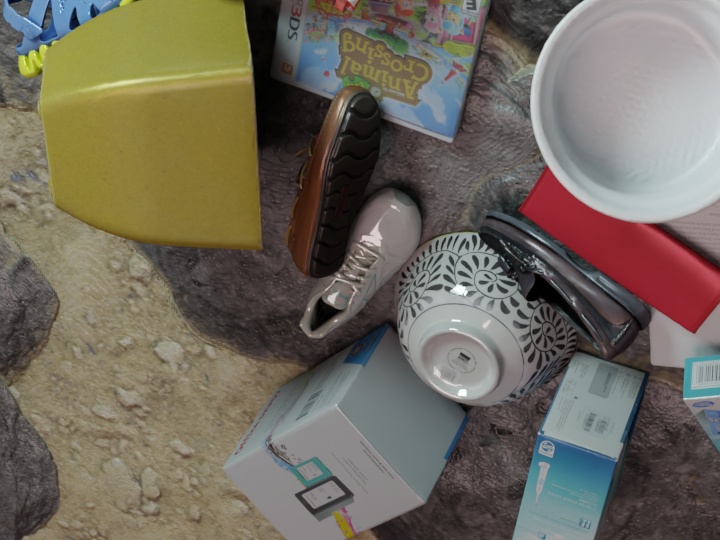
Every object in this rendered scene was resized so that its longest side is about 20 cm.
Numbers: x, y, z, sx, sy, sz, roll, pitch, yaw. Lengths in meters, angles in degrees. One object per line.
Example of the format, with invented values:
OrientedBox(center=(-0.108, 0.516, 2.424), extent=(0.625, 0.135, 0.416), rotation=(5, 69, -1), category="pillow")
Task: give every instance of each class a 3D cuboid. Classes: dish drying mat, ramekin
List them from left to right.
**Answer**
OrientedBox(center=(0.242, -0.024, 1.423), extent=(0.199, 0.018, 0.077), rotation=(36, 135, 6), category="dish drying mat")
OrientedBox(center=(0.243, -0.144, 1.331), extent=(0.198, 0.098, 0.202), rotation=(0, 96, 4), category="ramekin")

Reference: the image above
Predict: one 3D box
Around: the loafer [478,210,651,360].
OrientedBox(center=(0.183, 0.013, 1.490), extent=(0.199, 0.063, 0.072), rotation=(35, 171, 29), category="loafer")

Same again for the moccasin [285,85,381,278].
OrientedBox(center=(-0.031, -0.093, 1.535), extent=(0.078, 0.073, 0.203), rotation=(44, 136, 37), category="moccasin")

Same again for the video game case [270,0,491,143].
OrientedBox(center=(0.017, -0.231, 1.474), extent=(0.199, 0.022, 0.183), rotation=(21, 128, 11), category="video game case")

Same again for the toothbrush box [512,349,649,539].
OrientedBox(center=(0.221, 0.209, 1.597), extent=(0.085, 0.147, 0.201), rotation=(19, 127, 13), category="toothbrush box")

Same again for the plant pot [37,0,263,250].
OrientedBox(center=(-0.200, -0.141, 1.479), extent=(0.198, 0.196, 0.196), rotation=(-5, 124, -6), category="plant pot")

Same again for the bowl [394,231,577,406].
OrientedBox(center=(0.113, 0.070, 1.588), extent=(0.199, 0.094, 0.202), rotation=(12, 125, 18), category="bowl")

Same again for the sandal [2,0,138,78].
OrientedBox(center=(-0.292, -0.266, 1.563), extent=(0.199, 0.080, 0.087), rotation=(-22, 108, 33), category="sandal")

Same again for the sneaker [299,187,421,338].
OrientedBox(center=(0.000, 0.000, 1.604), extent=(0.070, 0.080, 0.201), rotation=(34, 128, 2), category="sneaker")

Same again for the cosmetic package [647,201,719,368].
OrientedBox(center=(0.321, -0.006, 1.453), extent=(0.101, 0.074, 0.201), rotation=(6, 126, 22), category="cosmetic package")

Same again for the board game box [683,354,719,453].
OrientedBox(center=(0.410, 0.143, 1.475), extent=(0.150, 0.047, 0.200), rotation=(-8, 144, 29), category="board game box")

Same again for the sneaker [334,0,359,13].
OrientedBox(center=(-0.055, -0.275, 1.422), extent=(0.200, 0.067, 0.108), rotation=(-21, 108, 32), category="sneaker")

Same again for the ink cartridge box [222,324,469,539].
OrientedBox(center=(-0.017, 0.188, 1.690), extent=(0.146, 0.147, 0.199), rotation=(48, 131, -12), category="ink cartridge box")
